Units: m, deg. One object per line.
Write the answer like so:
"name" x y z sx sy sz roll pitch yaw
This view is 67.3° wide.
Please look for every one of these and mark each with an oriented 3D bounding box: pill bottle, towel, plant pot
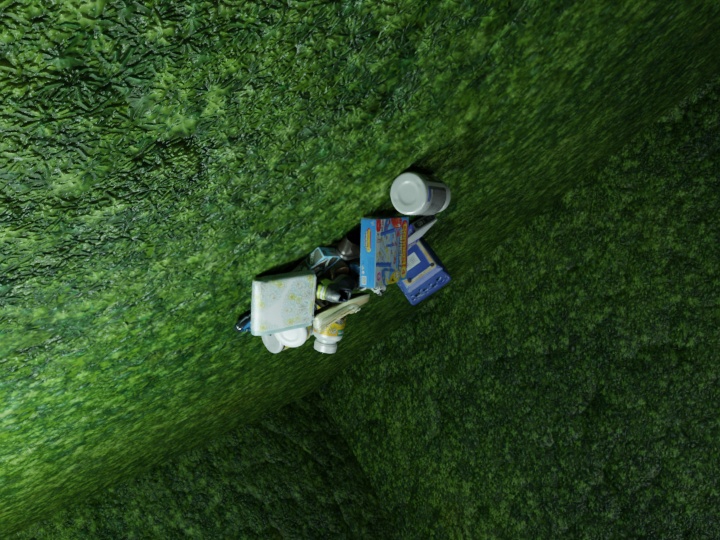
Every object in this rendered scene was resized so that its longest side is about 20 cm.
"pill bottle" -0.199 0.145 1.735 0.112 0.112 0.201 -41 -166 27
"pill bottle" -0.248 0.211 1.947 0.198 0.115 0.114 -20 160 -46
"pill bottle" 0.175 -0.212 1.520 0.114 0.115 0.199 -41 164 27
"towel" -0.218 0.090 1.545 0.197 0.048 0.174 -9 115 -32
"plant pot" 0.217 -0.009 2.119 0.199 0.202 0.180 -35 159 5
"pill bottle" -0.110 0.185 1.934 0.112 0.111 0.204 -3 105 -64

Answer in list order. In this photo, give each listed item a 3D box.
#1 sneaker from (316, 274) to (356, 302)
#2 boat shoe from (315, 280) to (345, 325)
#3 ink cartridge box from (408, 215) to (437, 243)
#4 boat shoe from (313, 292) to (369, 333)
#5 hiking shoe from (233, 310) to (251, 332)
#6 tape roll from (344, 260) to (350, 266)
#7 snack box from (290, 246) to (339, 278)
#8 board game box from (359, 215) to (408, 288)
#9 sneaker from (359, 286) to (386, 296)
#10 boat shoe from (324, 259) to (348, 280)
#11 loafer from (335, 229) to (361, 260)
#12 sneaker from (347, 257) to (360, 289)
"sneaker" -0.058 0.064 1.650 0.199 0.080 0.075 -18 129 -62
"boat shoe" -0.100 0.093 1.745 0.074 0.074 0.201 -52 138 -22
"ink cartridge box" 0.159 -0.108 1.917 0.199 0.044 0.198 -33 169 -46
"boat shoe" -0.057 0.126 1.675 0.198 0.064 0.073 -24 -168 -22
"hiking shoe" -0.311 0.169 1.725 0.198 0.087 0.074 -17 159 -49
"tape roll" 0.010 -0.043 1.854 0.201 0.037 0.203 -33 166 -9
"snack box" -0.157 0.004 1.635 0.199 0.037 0.116 -40 164 22
"board game box" 0.074 -0.061 1.642 0.055 0.204 0.195 7 -169 33
"sneaker" 0.052 0.049 1.954 0.075 0.117 0.201 -21 -164 26
"boat shoe" -0.085 0.015 1.765 0.070 0.065 0.201 -18 157 -25
"loafer" 0.012 -0.086 1.642 0.199 0.073 0.072 -25 154 -46
"sneaker" 0.000 0.000 1.755 0.082 0.073 0.200 -43 175 -21
